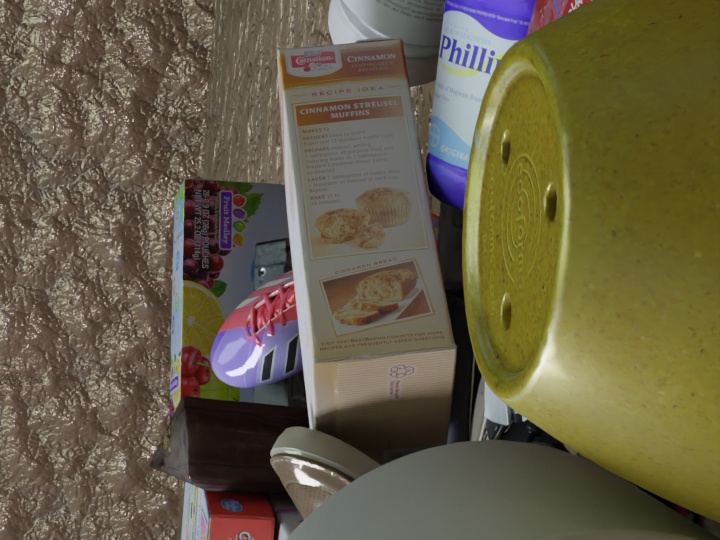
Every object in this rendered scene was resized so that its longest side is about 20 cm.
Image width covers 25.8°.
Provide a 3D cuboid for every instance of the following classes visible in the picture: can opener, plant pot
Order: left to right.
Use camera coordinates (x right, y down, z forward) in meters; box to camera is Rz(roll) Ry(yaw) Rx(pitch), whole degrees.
[{"bbox_3d":[0.067,0.029,0.887,0.066,0.052,0.201,-129,42,-72],"label":"can opener"},{"bbox_3d":[0.110,-0.010,0.456,0.200,0.141,0.201,-178,90,-79],"label":"plant pot"}]

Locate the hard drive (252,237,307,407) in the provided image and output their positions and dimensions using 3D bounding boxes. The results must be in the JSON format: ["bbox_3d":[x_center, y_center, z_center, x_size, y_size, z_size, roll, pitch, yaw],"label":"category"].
[{"bbox_3d":[-0.021,0.086,1.145,0.038,0.140,0.201,-8,75,37],"label":"hard drive"}]

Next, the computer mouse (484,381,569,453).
[{"bbox_3d":[0.073,0.030,0.676,0.110,0.044,0.200,-29,33,58],"label":"computer mouse"}]

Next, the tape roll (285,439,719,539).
[{"bbox_3d":[0.059,0.168,0.529,0.139,0.202,0.203,-158,70,-77],"label":"tape roll"}]

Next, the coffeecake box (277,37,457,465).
[{"bbox_3d":[0.000,0.000,0.861,0.154,0.073,0.201,90,173,-56],"label":"coffeecake box"}]

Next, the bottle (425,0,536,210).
[{"bbox_3d":[0.082,-0.126,0.785,0.083,0.065,0.201,24,115,42],"label":"bottle"}]

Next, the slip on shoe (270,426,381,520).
[{"bbox_3d":[0.015,0.166,0.816,0.076,0.200,0.061,-4,39,51],"label":"slip on shoe"}]

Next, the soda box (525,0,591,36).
[{"bbox_3d":[0.121,-0.147,0.624,0.070,0.063,0.200,-98,15,-46],"label":"soda box"}]

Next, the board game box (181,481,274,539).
[{"bbox_3d":[-0.093,0.200,1.039,0.200,0.040,0.154,-128,42,-75],"label":"board game box"}]

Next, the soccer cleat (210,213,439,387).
[{"bbox_3d":[-0.026,0.017,1.038,0.076,0.200,0.067,17,-131,-63],"label":"soccer cleat"}]

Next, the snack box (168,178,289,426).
[{"bbox_3d":[-0.065,0.034,1.258,0.068,0.168,0.201,145,127,-72],"label":"snack box"}]

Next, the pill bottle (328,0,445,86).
[{"bbox_3d":[0.041,-0.196,0.905,0.200,0.114,0.115,114,156,-62],"label":"pill bottle"}]

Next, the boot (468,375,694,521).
[{"bbox_3d":[0.091,0.133,0.716,0.151,0.073,0.201,-135,54,-75],"label":"boot"}]

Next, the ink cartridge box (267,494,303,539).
[{"bbox_3d":[0.005,0.211,0.977,0.200,0.128,0.126,-152,66,-77],"label":"ink cartridge box"}]

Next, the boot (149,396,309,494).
[{"bbox_3d":[-0.040,0.098,1.036,0.186,0.199,0.064,-124,38,-71],"label":"boot"}]
